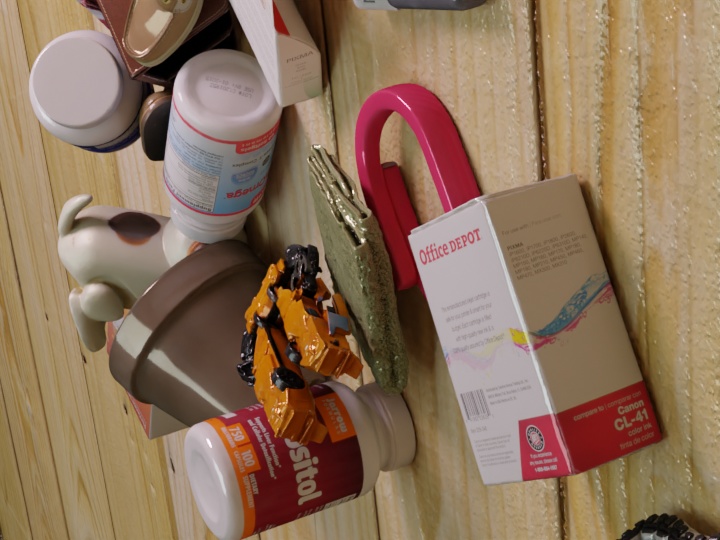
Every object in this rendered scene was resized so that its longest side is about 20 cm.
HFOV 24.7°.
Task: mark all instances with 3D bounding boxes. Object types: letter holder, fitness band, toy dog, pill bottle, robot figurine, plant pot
[{"bbox_3d":[-0.191,-0.307,1.658,0.142,0.100,0.201,-32,73,22],"label":"letter holder"},{"bbox_3d":[0.053,-0.054,1.348,0.144,0.037,0.202,-35,74,63],"label":"fitness band"},{"bbox_3d":[-0.219,-0.022,1.811,0.140,0.198,0.195,-75,-28,-57],"label":"toy dog"},{"bbox_3d":[-0.054,0.170,1.529,0.113,0.198,0.114,46,145,47],"label":"pill bottle"},{"bbox_3d":[-0.143,-0.119,1.656,0.109,0.108,0.201,61,155,27],"label":"pill bottle"},{"bbox_3d":[-0.284,-0.189,1.729,0.200,0.119,0.121,178,76,-90],"label":"pill bottle"},{"bbox_3d":[-0.058,0.064,1.484,0.146,0.058,0.200,-60,23,19],"label":"robot figurine"},{"bbox_3d":[-0.134,0.099,1.712,0.173,0.199,0.201,44,147,22],"label":"plant pot"}]

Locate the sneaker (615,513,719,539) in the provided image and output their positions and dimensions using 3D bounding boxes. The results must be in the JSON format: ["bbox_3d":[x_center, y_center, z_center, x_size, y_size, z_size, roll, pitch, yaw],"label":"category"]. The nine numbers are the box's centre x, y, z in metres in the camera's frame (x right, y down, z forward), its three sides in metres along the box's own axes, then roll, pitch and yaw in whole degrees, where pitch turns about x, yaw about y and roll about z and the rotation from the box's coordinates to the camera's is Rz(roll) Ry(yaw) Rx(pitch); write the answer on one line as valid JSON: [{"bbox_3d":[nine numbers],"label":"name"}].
[{"bbox_3d":[0.242,0.222,1.079,0.090,0.078,0.200,59,164,-16],"label":"sneaker"}]

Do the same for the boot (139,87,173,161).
[{"bbox_3d":[-0.205,-0.161,1.734,0.076,0.073,0.200,58,180,10],"label":"boot"}]

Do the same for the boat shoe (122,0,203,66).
[{"bbox_3d":[-0.180,-0.288,1.557,0.074,0.066,0.201,34,106,22],"label":"boat shoe"}]

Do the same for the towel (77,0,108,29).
[{"bbox_3d":[-0.248,-0.249,1.771,0.200,0.023,0.144,42,177,-34],"label":"towel"}]

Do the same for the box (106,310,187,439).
[{"bbox_3d":[-0.233,0.079,1.999,0.153,0.105,0.201,57,152,33],"label":"box"}]

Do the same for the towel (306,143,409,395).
[{"bbox_3d":[0.000,0.000,1.439,0.149,0.036,0.201,-118,13,-50],"label":"towel"}]

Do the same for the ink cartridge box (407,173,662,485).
[{"bbox_3d":[0.122,0.046,1.189,0.147,0.085,0.202,-22,83,68],"label":"ink cartridge box"}]

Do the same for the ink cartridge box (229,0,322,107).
[{"bbox_3d":[-0.085,-0.262,1.453,0.200,0.050,0.162,95,152,-65],"label":"ink cartridge box"}]

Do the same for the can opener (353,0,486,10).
[{"bbox_3d":[0.022,-0.222,1.261,0.200,0.066,0.054,21,125,63],"label":"can opener"}]
